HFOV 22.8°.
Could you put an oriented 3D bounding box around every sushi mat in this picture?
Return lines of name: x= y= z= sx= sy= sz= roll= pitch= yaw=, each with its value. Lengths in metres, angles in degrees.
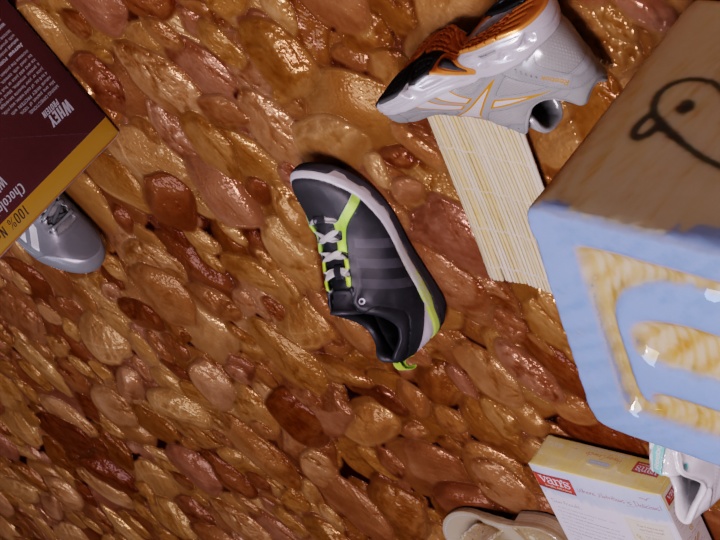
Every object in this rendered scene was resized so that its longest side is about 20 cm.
sushi mat: x=0.107 y=-0.056 z=1.357 sx=0.095 sy=0.012 sz=0.201 roll=14 pitch=141 yaw=39

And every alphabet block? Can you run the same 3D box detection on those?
alphabet block: x=0.245 y=-0.015 z=1.053 sx=0.194 sy=0.200 sz=0.197 roll=17 pitch=144 yaw=35

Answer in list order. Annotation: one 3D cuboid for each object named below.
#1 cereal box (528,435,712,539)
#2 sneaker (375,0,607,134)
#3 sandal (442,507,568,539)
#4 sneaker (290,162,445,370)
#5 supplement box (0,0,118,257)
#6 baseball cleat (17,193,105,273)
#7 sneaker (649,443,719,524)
cereal box: x=0.245 y=0.237 z=1.574 sx=0.143 sy=0.040 sz=0.201 roll=10 pitch=139 yaw=43
sneaker: x=0.088 y=-0.123 z=1.228 sx=0.092 sy=0.076 sz=0.200 roll=45 pitch=153 yaw=-17
sandal: x=0.126 y=0.282 z=1.751 sx=0.078 sy=0.070 sz=0.211 roll=48 pitch=151 yaw=-14
sneaker: x=0.000 y=0.000 z=1.493 sx=0.200 sy=0.083 sz=0.072 roll=52 pitch=149 yaw=-20
supplement box: x=-0.374 y=-0.128 z=1.647 sx=0.200 sy=0.197 sz=0.132 roll=50 pitch=151 yaw=-18
baseball cleat: x=-0.340 y=-0.078 z=1.813 sx=0.200 sy=0.070 sz=0.107 roll=37 pitch=152 yaw=5
sneaker: x=0.243 y=0.111 z=1.349 sx=0.075 sy=0.089 sz=0.201 roll=13 pitch=141 yaw=43
